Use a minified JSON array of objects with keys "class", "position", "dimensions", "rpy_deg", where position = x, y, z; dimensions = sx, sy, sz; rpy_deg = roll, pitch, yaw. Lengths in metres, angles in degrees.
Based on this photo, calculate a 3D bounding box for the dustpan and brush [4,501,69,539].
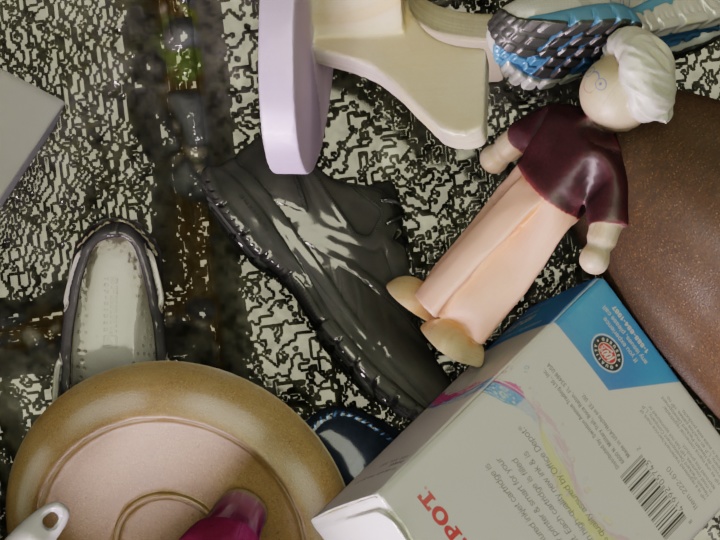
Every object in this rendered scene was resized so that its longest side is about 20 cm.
[{"class":"dustpan and brush","position":[-0.226,0.197,1.448],"dimensions":[0.140,0.057,0.200],"rpy_deg":[45,95,-3]}]

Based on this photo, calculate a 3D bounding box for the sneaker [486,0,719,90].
[{"class":"sneaker","position":[0.131,-0.157,1.532],"dimensions":[0.075,0.199,0.087],"rpy_deg":[-34,76,41]}]

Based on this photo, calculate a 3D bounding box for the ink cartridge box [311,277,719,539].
[{"class":"ink cartridge box","position":[0.092,0.124,1.507],"dimensions":[0.200,0.085,0.145],"rpy_deg":[-42,99,-32]}]

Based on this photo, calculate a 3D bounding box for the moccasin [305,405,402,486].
[{"class":"moccasin","position":[0.044,0.152,1.561],"dimensions":[0.200,0.068,0.081],"rpy_deg":[43,89,-2]}]

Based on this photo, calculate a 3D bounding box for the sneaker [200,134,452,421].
[{"class":"sneaker","position":[0.000,0.000,1.561],"dimensions":[0.091,0.076,0.200],"rpy_deg":[-39,94,-9]}]

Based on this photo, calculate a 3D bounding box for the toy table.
[{"class":"toy table","position":[0.014,-0.149,1.517],"dimensions":[0.116,0.184,0.201],"rpy_deg":[0,78,9]}]

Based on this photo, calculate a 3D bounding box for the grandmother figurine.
[{"class":"grandmother figurine","position":[0.101,-0.043,1.484],"dimensions":[0.200,0.060,0.121],"rpy_deg":[-54,54,14]}]

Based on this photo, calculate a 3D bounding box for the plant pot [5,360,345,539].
[{"class":"plant pot","position":[-0.102,0.148,1.531],"dimensions":[0.199,0.028,0.201],"rpy_deg":[3,110,8]}]

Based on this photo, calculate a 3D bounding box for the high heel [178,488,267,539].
[{"class":"high heel","position":[-0.104,0.215,1.489],"dimensions":[0.067,0.096,0.200],"rpy_deg":[32,111,-3]}]

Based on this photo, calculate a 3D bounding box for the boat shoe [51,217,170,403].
[{"class":"boat shoe","position":[-0.138,0.071,1.559],"dimensions":[0.073,0.060,0.201],"rpy_deg":[4,90,-3]}]

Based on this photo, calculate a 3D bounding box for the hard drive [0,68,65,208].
[{"class":"hard drive","position":[-0.276,-0.099,1.528],"dimensions":[0.199,0.132,0.026],"rpy_deg":[28,129,-2]}]

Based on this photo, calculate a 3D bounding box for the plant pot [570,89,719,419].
[{"class":"plant pot","position":[0.217,-0.008,1.526],"dimensions":[0.200,0.187,0.187],"rpy_deg":[36,89,15]}]
